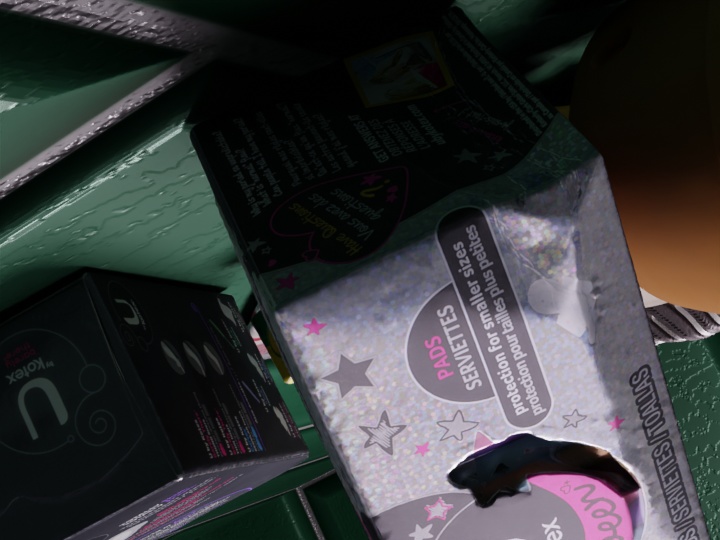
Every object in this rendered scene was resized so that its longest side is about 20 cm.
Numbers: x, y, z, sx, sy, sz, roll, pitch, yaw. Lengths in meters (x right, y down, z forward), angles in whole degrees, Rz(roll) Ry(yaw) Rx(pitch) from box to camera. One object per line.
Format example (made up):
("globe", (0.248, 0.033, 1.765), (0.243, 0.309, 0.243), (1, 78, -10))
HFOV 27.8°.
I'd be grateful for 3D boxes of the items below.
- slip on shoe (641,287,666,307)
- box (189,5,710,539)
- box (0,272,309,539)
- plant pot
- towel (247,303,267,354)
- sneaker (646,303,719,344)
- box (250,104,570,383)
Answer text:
("slip on shoe", (0.081, -0.028, 0.631), (0.200, 0.076, 0.061), (2, 119, -25))
("box", (0.035, 0.034, 0.525), (0.115, 0.200, 0.132), (-26, -145, -3))
("box", (-0.123, 0.078, 0.733), (0.122, 0.106, 0.200), (-29, 170, 10))
("plant pot", (0.179, -0.059, 0.581), (0.200, 0.201, 0.140), (-18, -176, -38))
("towel", (0.000, 0.000, 0.897), (0.144, 0.023, 0.200), (-20, 168, -18))
("sneaker", (0.183, -0.010, 0.868), (0.116, 0.076, 0.200), (-50, -175, -29))
("box", (0.043, -0.020, 0.750), (0.117, 0.048, 0.200), (-12, 156, -49))
